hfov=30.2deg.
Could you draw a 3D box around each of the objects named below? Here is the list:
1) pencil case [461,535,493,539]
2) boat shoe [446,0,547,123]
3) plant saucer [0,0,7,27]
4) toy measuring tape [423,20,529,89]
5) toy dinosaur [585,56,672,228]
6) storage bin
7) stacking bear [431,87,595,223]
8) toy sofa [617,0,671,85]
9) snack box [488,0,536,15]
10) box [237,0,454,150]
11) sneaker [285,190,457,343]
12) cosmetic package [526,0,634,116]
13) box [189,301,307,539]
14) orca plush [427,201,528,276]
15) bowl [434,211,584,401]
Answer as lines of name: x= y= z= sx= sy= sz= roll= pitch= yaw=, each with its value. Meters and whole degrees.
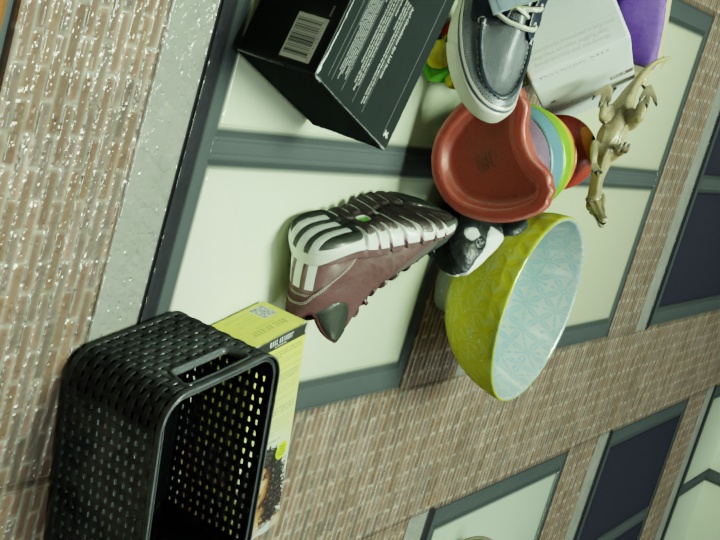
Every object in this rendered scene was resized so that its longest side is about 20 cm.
pencil case: x=0.170 y=0.421 z=1.760 sx=0.200 sy=0.089 sz=0.078 roll=66 pitch=35 yaw=-54
boat shoe: x=0.129 y=-0.229 z=1.123 sx=0.074 sy=0.093 sz=0.202 roll=17 pitch=62 yaw=-27
plant saucer: x=-0.242 y=-0.137 z=0.647 sx=0.200 sy=0.037 sz=0.202 roll=-41 pitch=142 yaw=-42
toy measuring tape: x=0.124 y=-0.196 z=1.225 sx=0.199 sy=0.073 sz=0.074 roll=-5 pitch=114 yaw=-55
toy dinosaur: x=0.247 y=-0.146 z=1.275 sx=0.101 sy=0.058 sz=0.201 roll=83 pitch=30 yaw=-73
storage bin: x=-0.145 y=0.147 z=0.974 sx=0.135 sy=0.093 sz=0.202 roll=-22 pitch=130 yaw=-55
stacking bear: x=0.161 y=-0.109 z=1.268 sx=0.199 sy=0.113 sz=0.122 roll=-13 pitch=85 yaw=-57
toy sofa: x=0.293 y=-0.305 z=1.452 sx=0.098 sy=0.082 sz=0.201 roll=-40 pitch=142 yaw=-45
snack box: x=0.105 y=-0.303 z=0.978 sx=0.200 sy=0.067 sz=0.170 roll=-73 pitch=144 yaw=-58
box: x=0.007 y=-0.214 z=0.999 sx=0.201 sy=0.078 sz=0.141 roll=-65 pitch=151 yaw=-7
sneaker: x=0.000 y=0.000 z=1.168 sx=0.199 sy=0.075 sz=0.116 roll=-12 pitch=126 yaw=-47
cosmetic package: x=0.206 y=-0.209 z=1.284 sx=0.200 sy=0.101 sz=0.075 roll=16 pitch=53 yaw=-76
box: x=-0.095 y=0.132 z=1.102 sx=0.075 sy=0.050 sz=0.202 roll=-27 pitch=132 yaw=-52
orca plush: x=0.116 y=-0.071 z=1.310 sx=0.200 sy=0.105 sz=0.072 roll=-41 pitch=119 yaw=-42
bowl: x=0.141 y=0.023 z=1.389 sx=0.200 sy=0.107 sz=0.201 roll=-42 pitch=144 yaw=-41
